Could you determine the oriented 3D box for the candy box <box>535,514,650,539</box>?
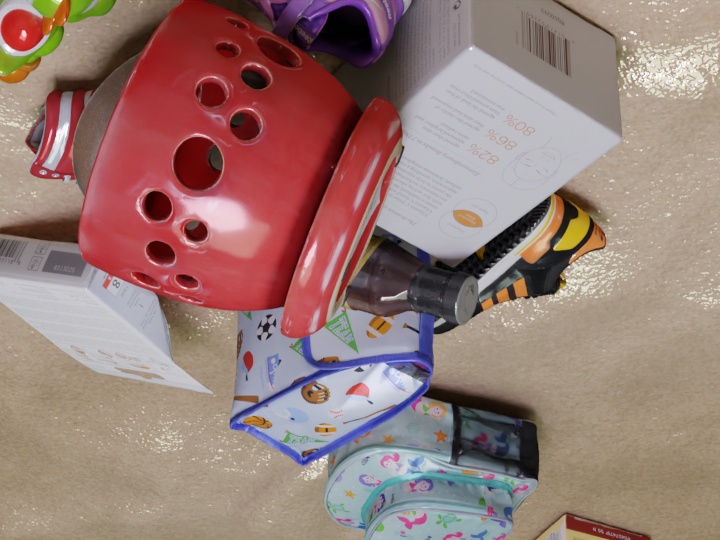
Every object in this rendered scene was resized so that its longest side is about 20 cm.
[{"bbox_3d":[0.233,0.357,1.934,0.114,0.056,0.200,18,141,-18],"label":"candy box"}]

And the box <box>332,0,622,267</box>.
[{"bbox_3d":[0.077,-0.119,1.290,0.151,0.107,0.200,27,136,-28],"label":"box"}]

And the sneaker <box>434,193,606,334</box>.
[{"bbox_3d":[0.131,0.008,1.479,0.089,0.071,0.200,26,135,-22],"label":"sneaker"}]

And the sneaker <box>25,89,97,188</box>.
[{"bbox_3d":[-0.216,-0.073,1.401,0.111,0.072,0.201,1,135,-3],"label":"sneaker"}]

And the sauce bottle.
[{"bbox_3d":[0.000,0.000,1.365,0.198,0.066,0.066,13,148,26],"label":"sauce bottle"}]

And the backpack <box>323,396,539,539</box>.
[{"bbox_3d":[0.062,0.209,1.692,0.198,0.152,0.178,19,141,-12],"label":"backpack"}]

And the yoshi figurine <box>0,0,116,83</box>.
[{"bbox_3d":[-0.230,-0.219,1.219,0.199,0.112,0.113,-24,96,51],"label":"yoshi figurine"}]

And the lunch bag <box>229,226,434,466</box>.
[{"bbox_3d":[-0.018,0.045,1.460,0.199,0.172,0.123,-28,138,36],"label":"lunch bag"}]

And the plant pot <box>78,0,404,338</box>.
[{"bbox_3d":[-0.076,-0.065,1.175,0.181,0.202,0.201,22,142,5],"label":"plant pot"}]

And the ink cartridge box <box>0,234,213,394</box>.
[{"bbox_3d":[-0.234,0.039,1.527,0.161,0.051,0.200,7,156,37],"label":"ink cartridge box"}]

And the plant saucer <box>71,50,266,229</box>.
[{"bbox_3d":[-0.127,-0.096,1.333,0.198,0.032,0.202,-15,135,-15],"label":"plant saucer"}]

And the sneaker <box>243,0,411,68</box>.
[{"bbox_3d":[-0.053,-0.204,1.206,0.198,0.089,0.081,21,141,-20],"label":"sneaker"}]
